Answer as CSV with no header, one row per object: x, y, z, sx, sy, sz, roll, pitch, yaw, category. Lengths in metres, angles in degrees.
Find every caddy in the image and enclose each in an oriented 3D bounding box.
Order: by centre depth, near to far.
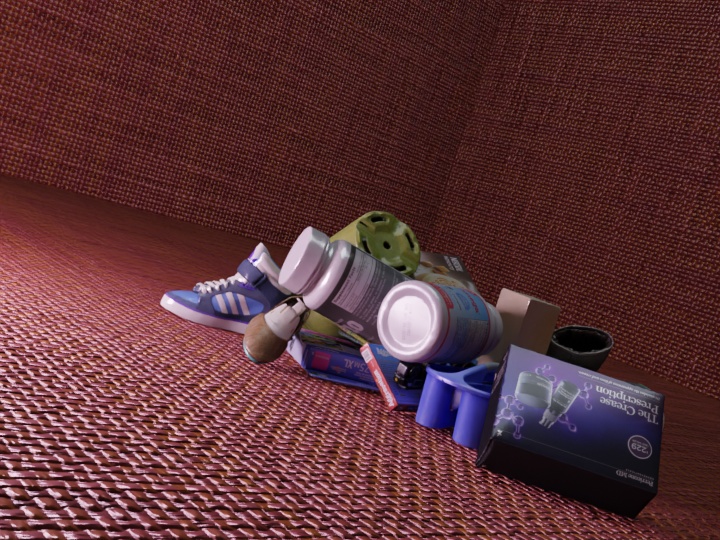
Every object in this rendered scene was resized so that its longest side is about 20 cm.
0.167,0.175,1.277,0.141,0.106,0.200,20,4,39,caddy

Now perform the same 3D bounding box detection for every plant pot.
0.000,0.000,1.545,0.199,0.201,0.190,16,-36,-23,plant pot

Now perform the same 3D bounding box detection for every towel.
0.064,0.150,1.478,0.200,0.023,0.143,31,0,-39,towel

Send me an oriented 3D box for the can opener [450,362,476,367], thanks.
0.144,0.159,1.639,0.199,0.064,0.079,22,-28,-27,can opener

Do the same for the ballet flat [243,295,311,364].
-0.113,0.076,1.378,0.068,0.072,0.200,47,17,2,ballet flat

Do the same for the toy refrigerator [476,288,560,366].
0.230,0.137,1.424,0.070,0.201,0.076,16,3,-28,toy refrigerator

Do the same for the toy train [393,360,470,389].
0.113,0.155,1.348,0.034,0.046,0.200,34,15,38,toy train

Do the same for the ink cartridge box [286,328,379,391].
-0.043,0.133,1.439,0.119,0.042,0.200,16,6,-18,ink cartridge box

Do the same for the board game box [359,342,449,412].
0.085,0.160,1.370,0.200,0.019,0.103,14,43,-51,board game box

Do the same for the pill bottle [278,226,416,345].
-0.013,0.026,1.390,0.199,0.114,0.114,29,1,-15,pill bottle

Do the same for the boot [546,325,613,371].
0.299,0.160,1.498,0.181,0.073,0.200,-6,-27,2,boot

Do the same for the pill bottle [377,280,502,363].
0.119,0.076,1.319,0.108,0.109,0.200,20,6,35,pill bottle

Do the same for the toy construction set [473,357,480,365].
0.137,0.125,1.743,0.199,0.092,0.131,13,-28,27,toy construction set

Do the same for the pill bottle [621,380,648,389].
0.367,0.219,1.426,0.113,0.114,0.199,21,6,44,pill bottle

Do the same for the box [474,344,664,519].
0.253,0.191,1.128,0.199,0.142,0.079,18,-36,2,box

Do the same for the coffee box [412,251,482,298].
0.136,0.043,1.652,0.114,0.080,0.200,9,24,-11,coffee box

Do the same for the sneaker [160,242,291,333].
-0.205,0.018,1.503,0.199,0.147,0.081,17,4,-20,sneaker
